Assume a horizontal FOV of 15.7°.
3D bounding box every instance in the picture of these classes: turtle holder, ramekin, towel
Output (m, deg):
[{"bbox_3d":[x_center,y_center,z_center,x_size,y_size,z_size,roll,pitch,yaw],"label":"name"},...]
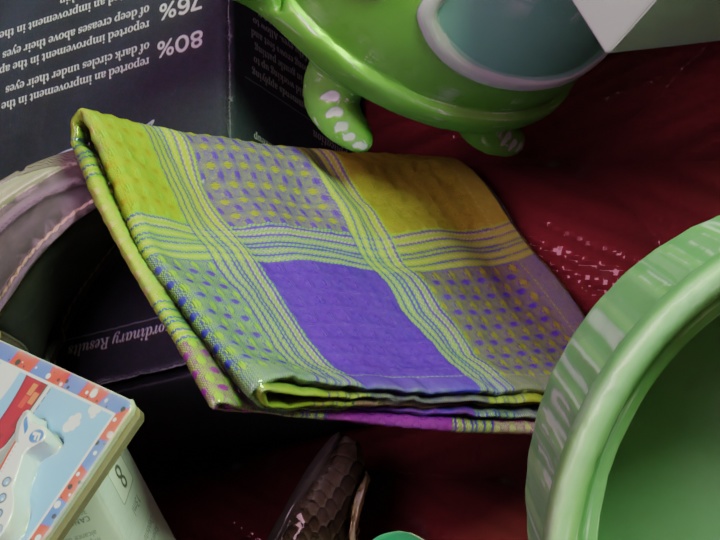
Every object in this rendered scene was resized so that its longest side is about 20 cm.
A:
[{"bbox_3d":[0.023,-0.135,0.963,0.132,0.185,0.141,-47,24,40],"label":"turtle holder"},{"bbox_3d":[0.142,0.072,0.758,0.200,0.200,0.098,-53,11,4],"label":"ramekin"},{"bbox_3d":[0.000,0.000,0.935,0.023,0.200,0.144,-54,50,29],"label":"towel"}]

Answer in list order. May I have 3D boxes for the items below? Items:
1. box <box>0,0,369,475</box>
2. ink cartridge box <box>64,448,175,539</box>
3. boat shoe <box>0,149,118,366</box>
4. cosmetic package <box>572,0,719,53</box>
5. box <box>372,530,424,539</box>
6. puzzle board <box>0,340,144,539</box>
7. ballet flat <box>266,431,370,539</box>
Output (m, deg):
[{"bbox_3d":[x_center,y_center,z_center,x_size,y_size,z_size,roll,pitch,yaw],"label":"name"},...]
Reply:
[{"bbox_3d":[-0.085,-0.028,1.046,0.148,0.104,0.200,-13,67,28],"label":"box"},{"bbox_3d":[-0.126,0.155,0.939,0.161,0.200,0.050,-19,25,15],"label":"ink cartridge box"},{"bbox_3d":[-0.139,0.041,0.956,0.200,0.074,0.073,-48,69,20],"label":"boat shoe"},{"bbox_3d":[0.098,-0.171,0.912,0.052,0.151,0.200,-48,62,39],"label":"cosmetic package"},{"bbox_3d":[0.046,0.177,0.808,0.200,0.048,0.117,38,60,20],"label":"box"},{"bbox_3d":[-0.175,0.103,0.851,0.151,0.017,0.200,20,70,44],"label":"puzzle board"},{"bbox_3d":[-0.035,0.158,0.980,0.046,0.067,0.200,22,86,5],"label":"ballet flat"}]
